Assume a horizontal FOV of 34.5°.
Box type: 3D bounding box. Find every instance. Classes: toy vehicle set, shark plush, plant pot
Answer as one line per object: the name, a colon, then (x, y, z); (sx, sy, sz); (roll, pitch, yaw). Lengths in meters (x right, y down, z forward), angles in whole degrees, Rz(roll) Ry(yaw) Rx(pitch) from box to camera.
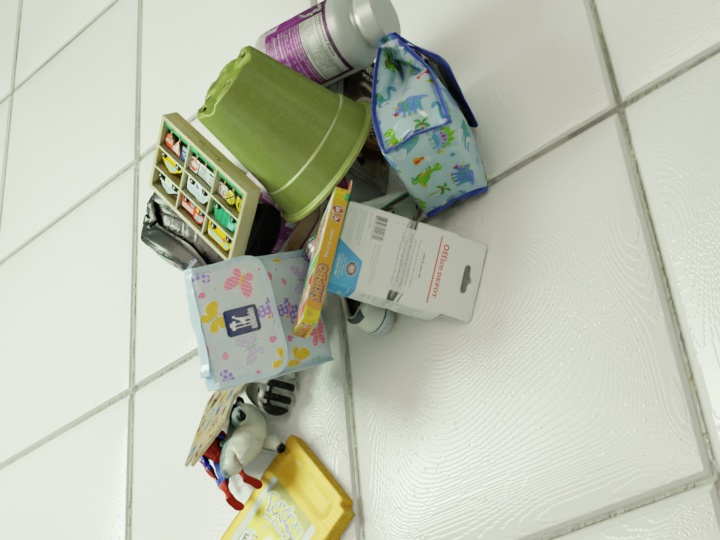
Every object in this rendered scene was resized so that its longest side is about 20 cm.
toy vehicle set: (-0.222, -0.117, 1.632); (0.200, 0.026, 0.125); (42, 132, 28)
shark plush: (-0.187, 0.230, 1.696); (0.083, 0.091, 0.200); (-48, 30, 3)
plant pot: (-0.115, -0.202, 1.583); (0.200, 0.189, 0.201); (-46, 21, 24)

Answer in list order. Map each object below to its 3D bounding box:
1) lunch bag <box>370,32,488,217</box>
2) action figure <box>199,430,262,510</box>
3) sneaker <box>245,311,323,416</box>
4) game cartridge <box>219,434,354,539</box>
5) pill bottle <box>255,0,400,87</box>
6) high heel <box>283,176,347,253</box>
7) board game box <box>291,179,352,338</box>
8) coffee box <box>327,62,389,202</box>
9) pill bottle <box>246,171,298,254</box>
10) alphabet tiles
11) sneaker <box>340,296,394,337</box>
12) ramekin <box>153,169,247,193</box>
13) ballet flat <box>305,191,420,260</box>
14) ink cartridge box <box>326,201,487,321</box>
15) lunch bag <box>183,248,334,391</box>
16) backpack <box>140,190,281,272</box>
lunch bag: (0.088, -0.208, 1.595); (0.126, 0.170, 0.201); (-24, 51, 11)
action figure: (-0.202, 0.288, 1.726); (0.066, 0.052, 0.200); (-53, 31, 1)
sneaker: (-0.119, 0.114, 1.732); (0.081, 0.075, 0.202); (11, 78, 57)
game cartridge: (-0.106, 0.358, 1.616); (0.201, 0.032, 0.176); (-58, 41, 7)
pill bottle: (-0.046, -0.330, 1.675); (0.199, 0.112, 0.113); (-21, 55, 27)
high heel: (-0.076, -0.066, 1.674); (0.067, 0.095, 0.202); (41, 132, 33)
board game box: (-0.050, -0.017, 1.528); (0.096, 0.030, 0.202); (127, 161, -70)
coffee box: (-0.013, -0.218, 1.760); (0.079, 0.113, 0.202); (-14, 61, 40)
pill bottle: (-0.178, -0.060, 1.846); (0.201, 0.112, 0.112); (-55, 42, 10)
alphabet tiles: (-0.206, 0.199, 1.731); (0.168, 0.008, 0.201); (-52, 13, 27)
sneaker: (0.000, 0.000, 1.663); (0.073, 0.071, 0.201); (-38, 45, 25)
ramekin: (-0.265, -0.102, 1.969); (0.199, 0.097, 0.202); (-23, 54, 36)
ballet flat: (0.019, -0.046, 1.631); (0.072, 0.199, 0.069); (57, 159, 20)
ink cartridge box: (0.059, -0.005, 1.560); (0.068, 0.198, 0.117); (134, 152, -74)
lunch bag: (-0.145, 0.068, 1.579); (0.126, 0.199, 0.172); (-16, 84, 41)
backpack: (-0.229, -0.052, 1.740); (0.198, 0.127, 0.168); (20, 82, 22)
